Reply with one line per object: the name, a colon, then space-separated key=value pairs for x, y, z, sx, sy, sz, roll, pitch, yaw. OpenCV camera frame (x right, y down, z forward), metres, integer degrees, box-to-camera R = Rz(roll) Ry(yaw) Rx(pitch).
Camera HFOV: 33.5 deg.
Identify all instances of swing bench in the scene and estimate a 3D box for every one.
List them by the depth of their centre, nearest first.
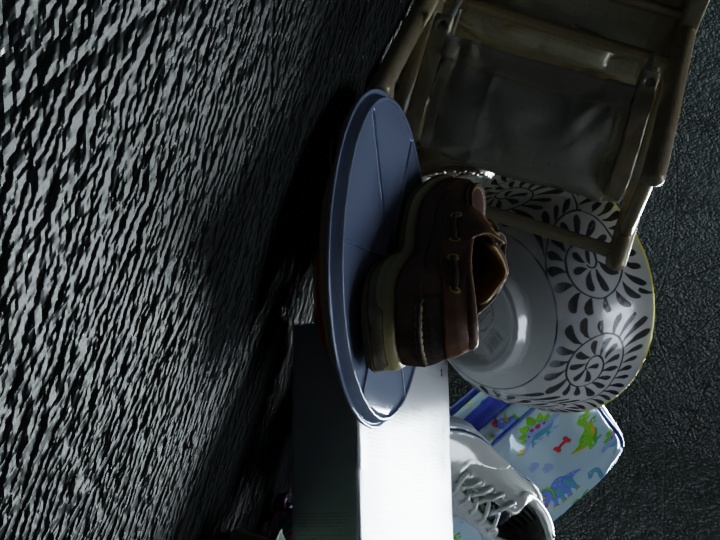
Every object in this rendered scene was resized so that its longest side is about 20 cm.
swing bench: x=0.126 y=-0.138 z=0.846 sx=0.130 sy=0.199 sz=0.200 roll=96 pitch=15 yaw=-61

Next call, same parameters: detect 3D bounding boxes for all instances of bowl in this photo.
bowl: x=0.113 y=0.025 z=0.913 sx=0.094 sy=0.201 sz=0.201 roll=-15 pitch=130 yaw=-42

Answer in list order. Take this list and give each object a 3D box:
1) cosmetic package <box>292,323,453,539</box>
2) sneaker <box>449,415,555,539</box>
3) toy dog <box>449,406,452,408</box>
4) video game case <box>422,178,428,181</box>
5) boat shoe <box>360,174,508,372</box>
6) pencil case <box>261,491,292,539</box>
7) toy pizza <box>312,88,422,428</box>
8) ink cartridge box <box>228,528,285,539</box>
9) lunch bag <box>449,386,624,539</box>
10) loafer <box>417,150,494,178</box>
cosmetic package: x=0.013 y=0.124 z=0.829 sx=0.200 sy=0.052 sz=0.151 roll=30 pitch=59 yaw=-66
sneaker: x=0.099 y=0.179 z=0.987 sx=0.073 sy=0.200 sz=0.071 roll=-51 pitch=-140 yaw=9
toy dog: x=0.018 y=0.196 z=1.218 sx=0.194 sy=0.140 sz=0.200 roll=-43 pitch=168 yaw=-7
video game case: x=0.094 y=-0.014 z=1.110 sx=0.182 sy=0.023 sz=0.200 roll=64 pitch=11 yaw=-9
boat shoe: x=0.056 y=-0.001 z=0.715 sx=0.200 sy=0.067 sz=0.072 roll=-60 pitch=146 yaw=-60
pencil case: x=-0.062 y=0.274 z=0.902 sx=0.087 sy=0.087 sz=0.200 roll=89 pitch=19 yaw=-69
toy pizza: x=0.003 y=-0.007 z=0.714 sx=0.200 sy=0.032 sz=0.201 roll=1 pitch=90 yaw=-73
ink cartridge box: x=-0.085 y=0.237 z=0.755 sx=0.200 sy=0.048 sz=0.146 roll=82 pitch=26 yaw=-69
lunch bag: x=0.135 y=0.171 z=1.098 sx=0.200 sy=0.082 sz=0.161 roll=-42 pitch=133 yaw=1
loafer: x=0.075 y=-0.119 z=1.036 sx=0.200 sy=0.076 sz=0.068 roll=-100 pitch=-169 yaw=-78
